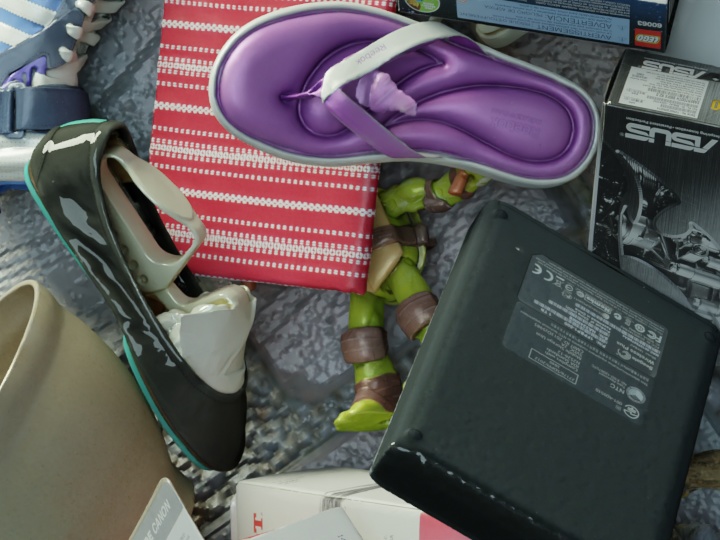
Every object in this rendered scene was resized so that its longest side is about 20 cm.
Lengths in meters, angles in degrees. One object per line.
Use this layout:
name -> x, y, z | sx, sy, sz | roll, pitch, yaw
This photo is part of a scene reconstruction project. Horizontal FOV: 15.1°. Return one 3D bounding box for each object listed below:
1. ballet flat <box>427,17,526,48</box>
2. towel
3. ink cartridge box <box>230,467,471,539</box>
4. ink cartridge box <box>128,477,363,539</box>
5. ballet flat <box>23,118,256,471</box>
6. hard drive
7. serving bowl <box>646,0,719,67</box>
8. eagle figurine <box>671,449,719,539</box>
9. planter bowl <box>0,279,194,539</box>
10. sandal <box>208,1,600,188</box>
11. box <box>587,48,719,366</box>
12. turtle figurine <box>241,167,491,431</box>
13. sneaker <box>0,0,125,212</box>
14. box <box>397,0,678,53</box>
ballet flat -> 0.056, -0.152, 1.417 | 0.199, 0.072, 0.072 | 10, 89, 18
towel -> -0.046, -0.094, 1.409 | 0.144, 0.022, 0.201 | 6, 91, 33
ink cartridge box -> 0.027, 0.178, 1.342 | 0.200, 0.082, 0.147 | 3, 96, 52
ink cartridge box -> -0.054, 0.214, 1.310 | 0.176, 0.084, 0.200 | 56, 137, 25
ballet flat -> -0.100, 0.011, 1.393 | 0.068, 0.068, 0.201 | -26, 101, 29
hard drive -> 0.093, 0.062, 1.288 | 0.139, 0.200, 0.033 | 30, 128, -4
serving bowl -> 0.241, -0.107, 1.379 | 0.199, 0.066, 0.201 | -1, 87, 11
eagle figurine -> 0.139, 0.183, 1.373 | 0.151, 0.150, 0.201 | 23, 130, 50
planter bowl -> -0.171, 0.124, 1.404 | 0.134, 0.200, 0.201 | 34, 95, -16
sandal -> 0.027, -0.089, 1.343 | 0.201, 0.050, 0.083 | 6, 88, -13
box -> 0.214, -0.018, 1.342 | 0.199, 0.048, 0.159 | 13, 133, 12
turtle figurine -> 0.000, 0.000, 1.424 | 0.199, 0.064, 0.162 | -22, 68, 21
sneaker -> -0.155, -0.114, 1.454 | 0.199, 0.081, 0.147 | -31, 83, 9
box -> 0.107, -0.206, 1.372 | 0.136, 0.038, 0.201 | 10, 55, 13
